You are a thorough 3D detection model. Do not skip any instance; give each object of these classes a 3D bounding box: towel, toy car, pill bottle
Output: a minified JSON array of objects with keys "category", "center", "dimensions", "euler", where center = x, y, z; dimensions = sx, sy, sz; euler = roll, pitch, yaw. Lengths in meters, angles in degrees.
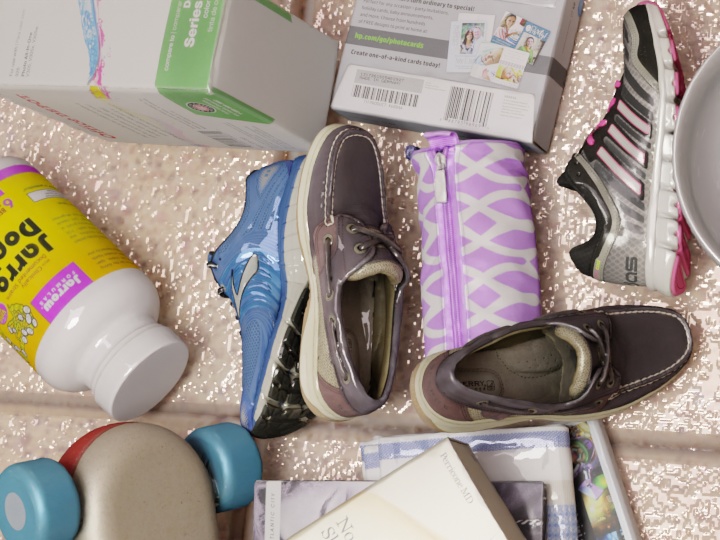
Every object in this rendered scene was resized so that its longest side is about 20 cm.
[{"category":"towel","center":[0.075,0.202,1.568],"dimensions":[0.146,0.024,0.201],"euler":[-7,79,17]},{"category":"toy car","center":[-0.189,0.196,1.631],"dimensions":[0.200,0.184,0.177],"euler":[-10,89,50]},{"category":"pill bottle","center":[-0.214,0.015,1.691],"dimensions":[0.200,0.104,0.104],"euler":[42,95,22]}]

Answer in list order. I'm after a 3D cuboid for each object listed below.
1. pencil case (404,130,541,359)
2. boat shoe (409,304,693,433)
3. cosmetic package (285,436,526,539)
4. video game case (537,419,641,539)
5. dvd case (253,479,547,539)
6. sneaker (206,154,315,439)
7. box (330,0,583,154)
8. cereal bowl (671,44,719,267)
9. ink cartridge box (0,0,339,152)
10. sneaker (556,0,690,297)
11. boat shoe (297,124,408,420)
[{"category":"pencil case","center":[0.078,0.005,1.596],"dimensions":[0.084,0.085,0.201],"euler":[-10,77,20]},{"category":"boat shoe","center":[0.132,0.061,1.526],"dimensions":[0.199,0.065,0.072],"euler":[-8,82,-21]},{"category":"cosmetic package","center":[0.006,0.203,1.521],"dimensions":[0.200,0.073,0.104],"euler":[-35,75,8]},{"category":"video game case","center":[0.104,0.215,1.579],"dimensions":[0.181,0.023,0.200],"euler":[-22,72,15]},{"category":"dvd case","center":[0.023,0.213,1.562],"dimensions":[0.199,0.016,0.149],"euler":[-1,81,17]},{"category":"sneaker","center":[-0.060,0.019,1.659],"dimensions":[0.089,0.078,0.201],"euler":[0,76,35]},{"category":"box","center":[0.077,-0.192,1.660],"dimensions":[0.156,0.041,0.201],"euler":[11,84,22]},{"category":"cereal bowl","center":[0.301,-0.067,1.523],"dimensions":[0.199,0.083,0.201],"euler":[-2,80,12]},{"category":"ink cartridge box","center":[-0.138,-0.143,1.654],"dimensions":[0.200,0.145,0.088],"euler":[2,78,33]},{"category":"sneaker","center":[0.173,-0.081,1.583],"dimensions":[0.087,0.074,0.201],"euler":[-2,84,14]},{"category":"boat shoe","center":[0.000,0.000,1.592],"dimensions":[0.065,0.072,0.201],"euler":[-6,78,51]}]
